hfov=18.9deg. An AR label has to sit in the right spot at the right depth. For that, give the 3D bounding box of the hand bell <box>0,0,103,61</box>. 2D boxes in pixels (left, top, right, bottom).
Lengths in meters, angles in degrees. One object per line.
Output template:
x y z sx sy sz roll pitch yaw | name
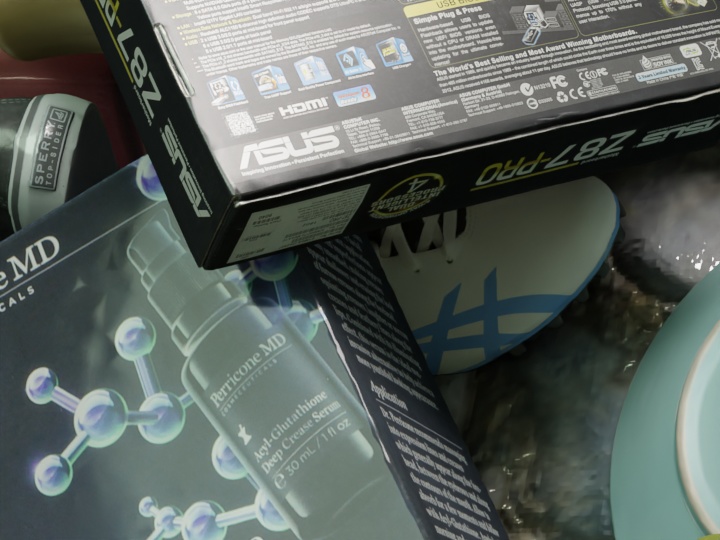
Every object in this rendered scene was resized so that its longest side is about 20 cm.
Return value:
-0.162 -0.093 0.791 0.199 0.104 0.104 -15 50 12 | hand bell

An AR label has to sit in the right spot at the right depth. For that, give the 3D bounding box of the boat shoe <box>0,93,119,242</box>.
-0.120 -0.015 0.808 0.056 0.200 0.069 9 68 3 | boat shoe

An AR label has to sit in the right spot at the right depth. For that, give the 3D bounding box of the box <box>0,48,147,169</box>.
-0.133 -0.091 0.888 0.199 0.109 0.128 1 55 8 | box

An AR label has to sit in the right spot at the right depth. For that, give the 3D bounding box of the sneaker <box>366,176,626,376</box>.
0.000 0.000 0.805 0.199 0.073 0.072 -14 49 23 | sneaker

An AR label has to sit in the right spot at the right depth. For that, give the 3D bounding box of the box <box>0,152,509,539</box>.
-0.046 0.076 0.710 0.148 0.107 0.200 -30 66 11 | box

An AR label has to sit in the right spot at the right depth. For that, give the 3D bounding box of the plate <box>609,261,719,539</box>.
0.168 0.047 0.690 0.200 0.026 0.201 -18 49 23 | plate

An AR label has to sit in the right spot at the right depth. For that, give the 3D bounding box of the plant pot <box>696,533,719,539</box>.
0.062 0.172 0.578 0.200 0.187 0.187 -43 43 -22 | plant pot

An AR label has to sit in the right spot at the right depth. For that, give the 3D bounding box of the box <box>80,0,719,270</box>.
0.011 -0.097 0.705 0.199 0.049 0.162 -15 68 -26 | box
